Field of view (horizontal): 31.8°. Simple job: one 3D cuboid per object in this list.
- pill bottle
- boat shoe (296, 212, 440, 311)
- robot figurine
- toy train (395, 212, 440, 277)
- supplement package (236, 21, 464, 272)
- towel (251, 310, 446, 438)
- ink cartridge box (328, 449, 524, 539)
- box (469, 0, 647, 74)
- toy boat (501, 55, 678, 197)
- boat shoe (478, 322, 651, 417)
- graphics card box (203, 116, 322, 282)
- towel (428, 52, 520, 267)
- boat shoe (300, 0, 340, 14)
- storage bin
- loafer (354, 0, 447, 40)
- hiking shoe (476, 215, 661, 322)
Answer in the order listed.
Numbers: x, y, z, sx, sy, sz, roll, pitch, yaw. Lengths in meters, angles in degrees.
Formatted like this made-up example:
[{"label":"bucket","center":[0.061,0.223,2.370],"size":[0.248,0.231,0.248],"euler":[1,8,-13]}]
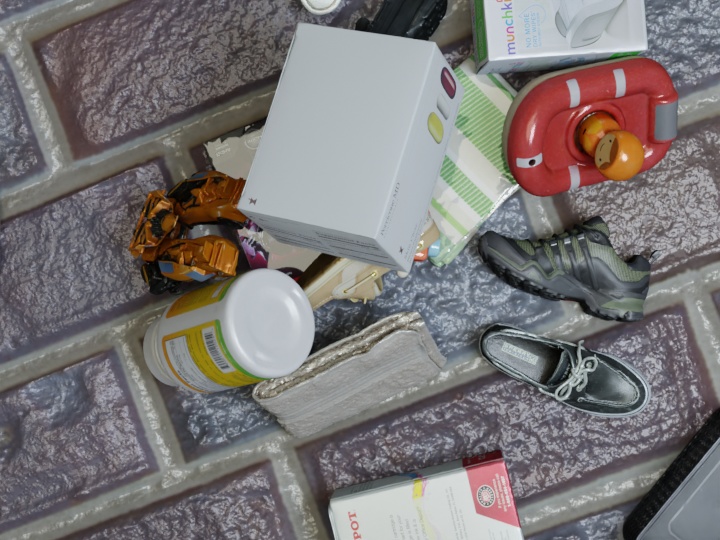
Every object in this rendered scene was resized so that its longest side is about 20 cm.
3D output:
[{"label":"pill bottle","center":[-0.148,0.070,1.341],"size":[0.110,0.199,0.113],"euler":[11,72,-37]},{"label":"boat shoe","center":[0.000,0.000,1.331],"size":[0.199,0.074,0.069],"euler":[-38,106,26]},{"label":"robot figurine","center":[-0.184,-0.047,1.354],"size":[0.058,0.199,0.147],"euler":[27,74,-34]},{"label":"toy train","center":[0.000,-0.082,1.360],"size":[0.197,0.056,0.152],"euler":[12,82,-10]},{"label":"supplement package","center":[-0.006,-0.122,1.246],"size":[0.154,0.111,0.202],"euler":[13,79,24]},{"label":"towel","center":[-0.007,0.117,1.367],"size":[0.198,0.133,0.035],"euler":[-27,58,4]},{"label":"ink cartridge box","center":[0.077,0.292,1.381],"size":[0.197,0.083,0.148],"euler":[-13,89,4]},{"label":"box","center":[0.204,-0.322,1.358],"size":[0.174,0.097,0.203],"euler":[-4,90,-4]},{"label":"toy boat","center":[0.250,-0.137,1.318],"size":[0.197,0.131,0.132],"euler":[-14,123,-9]},{"label":"boat shoe","center":[0.224,0.108,1.377],"size":[0.197,0.068,0.074],"euler":[26,92,4]},{"label":"graphics card box","center":[-0.082,-0.071,1.409],"size":[0.124,0.051,0.202],"euler":[-21,88,3]},{"label":"towel","center":[0.107,-0.125,1.410],"size":[0.200,0.023,0.153],"euler":[-45,86,5]},{"label":"boat shoe","center":[-0.064,-0.383,1.400],"size":[0.074,0.062,0.203],"euler":[-18,98,-12]},{"label":"storage bin","center":[0.392,0.260,1.353],"size":[0.135,0.094,0.201],"euler":[39,94,3]},{"label":"loafer","center":[0.020,-0.244,1.383],"size":[0.070,0.068,0.201],"euler":[30,74,19]},{"label":"hiking shoe","center":[0.226,-0.016,1.383],"size":[0.198,0.076,0.102],"euler":[21,83,-5]}]
